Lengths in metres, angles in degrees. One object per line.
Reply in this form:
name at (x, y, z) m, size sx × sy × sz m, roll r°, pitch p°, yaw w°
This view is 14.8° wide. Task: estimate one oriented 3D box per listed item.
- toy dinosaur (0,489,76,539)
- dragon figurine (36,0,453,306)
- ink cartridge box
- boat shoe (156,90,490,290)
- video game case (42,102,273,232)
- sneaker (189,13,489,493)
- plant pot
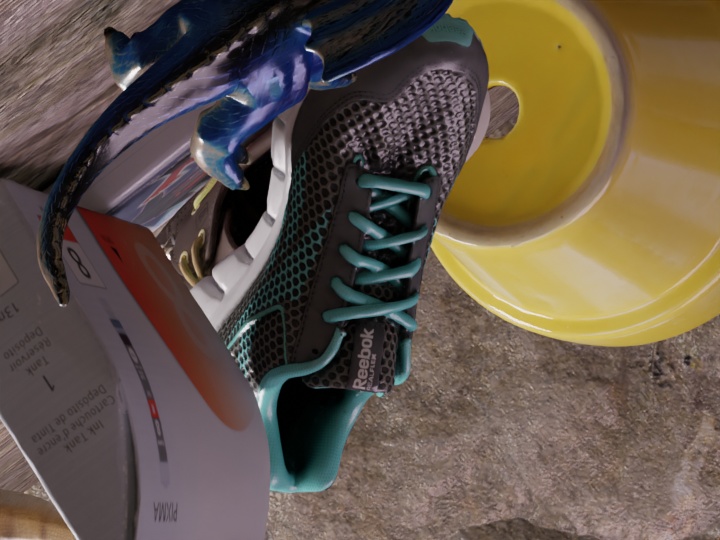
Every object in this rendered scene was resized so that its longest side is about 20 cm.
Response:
toy dinosaur at (-0.155, 0.085, 0.950) m, size 0.199 × 0.061 × 0.107 m, roll -9°, pitch -138°, yaw 18°
dragon figurine at (-0.016, -0.073, 0.738) m, size 0.200 × 0.059 × 0.099 m, roll -37°, pitch 178°, yaw -41°
ink cartridge box at (-0.055, 0.068, 0.894) m, size 0.050 × 0.200 × 0.162 m, roll -39°, pitch 168°, yaw 7°
boat shoe at (-0.035, -0.013, 1.068) m, size 0.200 × 0.072 × 0.059 m, roll -42°, pitch 171°, yaw 19°
video game case at (-0.037, -0.067, 1.041) m, size 0.200 × 0.023 × 0.182 m, roll -38°, pitch 178°, yaw 4°
sneaker at (0.000, 0.000, 0.976) m, size 0.077 × 0.092 × 0.201 m, roll 3°, pitch 133°, yaw -27°
plant pot at (0.097, -0.068, 1.332) m, size 0.200 × 0.201 × 0.189 m, roll -38°, pitch 162°, yaw 17°
